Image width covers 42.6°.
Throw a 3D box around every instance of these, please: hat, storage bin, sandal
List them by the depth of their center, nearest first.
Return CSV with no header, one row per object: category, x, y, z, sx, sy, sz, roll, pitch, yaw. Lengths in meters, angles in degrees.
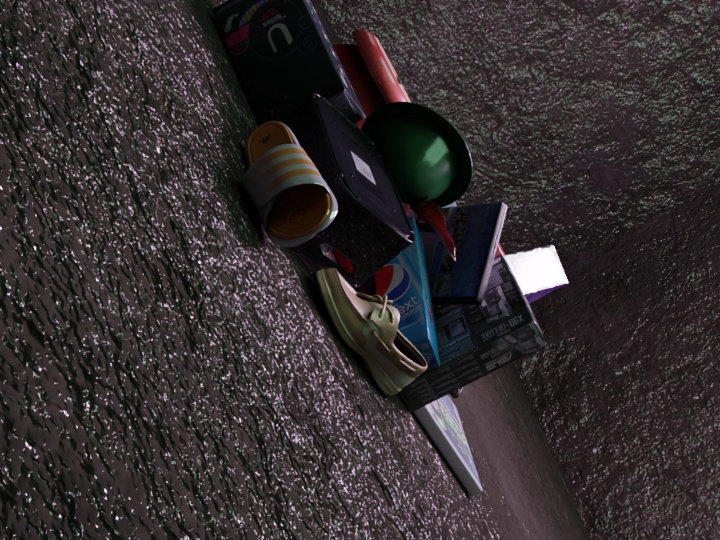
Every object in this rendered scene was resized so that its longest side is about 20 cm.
sandal,-0.090,-0.103,0.945,0.059,0.079,0.207,51,6,-44
storage bin,-0.029,-0.097,1.095,0.135,0.093,0.201,35,24,-40
hat,0.042,-0.103,1.181,0.166,0.199,0.177,49,51,-15

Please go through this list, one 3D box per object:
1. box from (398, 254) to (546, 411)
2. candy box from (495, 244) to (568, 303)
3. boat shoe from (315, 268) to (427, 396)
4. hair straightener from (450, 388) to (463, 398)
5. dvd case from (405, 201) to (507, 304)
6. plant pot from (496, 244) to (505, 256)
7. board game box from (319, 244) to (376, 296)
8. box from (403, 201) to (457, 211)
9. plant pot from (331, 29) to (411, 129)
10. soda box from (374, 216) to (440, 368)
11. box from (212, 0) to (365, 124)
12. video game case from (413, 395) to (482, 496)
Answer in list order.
box,0.131,0.080,1.233,0.050,0.198,0.158,56,10,-33
candy box,0.199,0.036,1.463,0.198,0.167,0.072,-12,76,-40
boat shoe,0.015,0.061,1.058,0.201,0.066,0.074,55,12,-40
hair straightener,0.119,0.136,1.443,0.077,0.041,0.200,43,-8,40
dvd case,0.106,-0.020,1.273,0.017,0.199,0.144,30,69,-37
plant pot,0.177,0.000,1.732,0.202,0.194,0.201,60,9,-17
board game box,0.000,0.000,1.229,0.159,0.039,0.200,61,10,-8
box,0.095,-0.078,1.429,0.200,0.034,0.111,114,-40,-63
plant pot,-0.023,-0.241,1.366,0.202,0.181,0.201,59,7,-13
soda box,0.057,0.031,1.205,0.068,0.063,0.202,64,16,-50
box,-0.095,-0.275,1.230,0.202,0.121,0.106,65,9,16
video game case,0.109,0.198,1.332,0.201,0.023,0.183,57,11,-32
